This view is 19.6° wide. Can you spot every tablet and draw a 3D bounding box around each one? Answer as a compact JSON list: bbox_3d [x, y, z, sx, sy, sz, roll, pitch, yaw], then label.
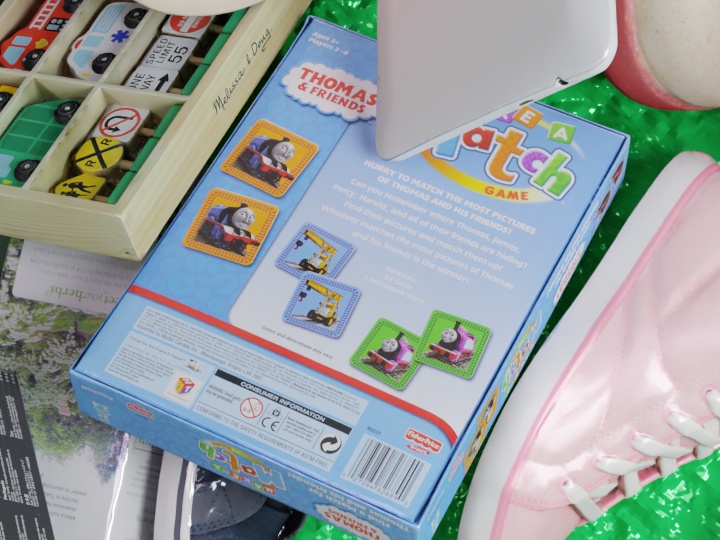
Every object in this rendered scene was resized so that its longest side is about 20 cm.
[{"bbox_3d":[0.048,-0.153,0.821,0.130,0.014,0.201,-21,63,46],"label":"tablet"}]

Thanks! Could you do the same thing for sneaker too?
[{"bbox_3d":[-0.028,0.053,0.882,0.079,0.078,0.201,10,80,20],"label":"sneaker"},{"bbox_3d":[0.125,0.057,0.846,0.104,0.075,0.201,31,83,22],"label":"sneaker"}]

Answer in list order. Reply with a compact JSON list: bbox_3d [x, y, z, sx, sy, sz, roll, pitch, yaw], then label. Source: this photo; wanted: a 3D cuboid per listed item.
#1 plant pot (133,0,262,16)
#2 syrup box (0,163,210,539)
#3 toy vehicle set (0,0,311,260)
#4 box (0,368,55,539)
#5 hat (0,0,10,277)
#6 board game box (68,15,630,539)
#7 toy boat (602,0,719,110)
[{"bbox_3d":[-0.087,-0.213,0.861,0.200,0.200,0.178,-39,57,3],"label":"plant pot"},{"bbox_3d":[-0.112,0.049,0.900,0.078,0.081,0.201,9,83,20],"label":"syrup box"},{"bbox_3d":[-0.103,-0.092,0.892,0.124,0.027,0.200,10,50,25],"label":"toy vehicle set"},{"bbox_3d":[-0.169,0.156,0.797,0.160,0.044,0.201,-53,38,28],"label":"box"},{"bbox_3d":[-0.239,-0.060,0.901,0.165,0.176,0.201,21,85,16],"label":"hat"},{"bbox_3d":[0.000,0.000,0.836,0.151,0.037,0.200,22,60,16],"label":"board game box"},{"bbox_3d":[0.131,-0.166,0.880,0.130,0.130,0.201,-1,77,44],"label":"toy boat"}]
